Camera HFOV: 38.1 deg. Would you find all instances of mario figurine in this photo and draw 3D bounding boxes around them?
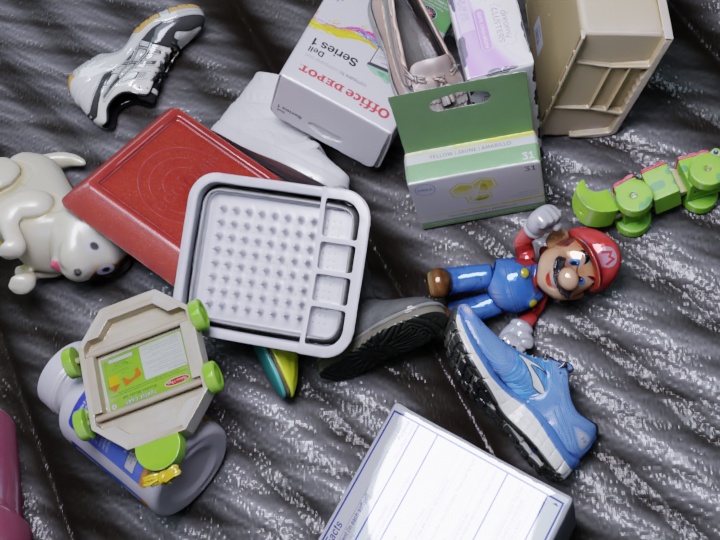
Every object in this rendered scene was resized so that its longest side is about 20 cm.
[{"bbox_3d":[0.172,0.012,1.077,0.199,0.124,0.107,-18,52,10],"label":"mario figurine"}]

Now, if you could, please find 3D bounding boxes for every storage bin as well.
[{"bbox_3d":[0.248,-0.278,1.137,0.093,0.199,0.202,-1,67,-6],"label":"storage bin"}]

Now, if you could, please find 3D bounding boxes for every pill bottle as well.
[{"bbox_3d":[-0.250,0.161,1.119,0.199,0.112,0.112,33,79,23],"label":"pill bottle"}]

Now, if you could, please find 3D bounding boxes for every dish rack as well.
[{"bbox_3d":[-0.090,-0.007,1.090,0.198,0.044,0.173,9,91,12],"label":"dish rack"}]

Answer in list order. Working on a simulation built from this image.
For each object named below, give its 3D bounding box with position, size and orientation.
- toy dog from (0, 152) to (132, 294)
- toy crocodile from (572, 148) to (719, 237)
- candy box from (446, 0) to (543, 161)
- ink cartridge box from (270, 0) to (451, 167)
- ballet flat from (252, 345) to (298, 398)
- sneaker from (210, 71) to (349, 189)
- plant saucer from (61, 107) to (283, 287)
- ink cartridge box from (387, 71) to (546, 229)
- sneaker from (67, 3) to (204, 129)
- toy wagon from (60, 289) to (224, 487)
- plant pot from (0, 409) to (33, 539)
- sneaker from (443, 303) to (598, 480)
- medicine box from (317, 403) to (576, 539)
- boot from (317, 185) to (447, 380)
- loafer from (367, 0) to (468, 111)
[{"bbox_3d":[-0.362,-0.052,1.237,0.199,0.140,0.194,24,39,23],"label":"toy dog"},{"bbox_3d":[0.325,-0.089,1.108,0.199,0.068,0.062,-19,64,6],"label":"toy crocodile"},{"bbox_3d":[0.145,-0.231,1.137,0.071,0.200,0.169,-13,65,8],"label":"candy box"},{"bbox_3d":[0.005,-0.243,1.200,0.144,0.084,0.201,28,66,-1],"label":"ink cartridge box"},{"bbox_3d":[-0.108,0.048,1.161,0.067,0.067,0.200,-28,62,-18],"label":"ballet flat"},{"bbox_3d":[-0.074,-0.169,1.234,0.199,0.074,0.116,30,81,24],"label":"sneaker"},{"bbox_3d":[-0.200,-0.091,1.188,0.199,0.037,0.200,34,55,10],"label":"plant saucer"},{"bbox_3d":[0.116,-0.120,1.097,0.144,0.200,0.048,-9,64,9],"label":"ink cartridge box"},{"bbox_3d":[-0.270,-0.256,1.328,0.199,0.076,0.088,-36,80,1],"label":"sneaker"},{"bbox_3d":[-0.213,0.121,1.042,0.154,0.040,0.201,-20,66,6],"label":"toy wagon"},{"bbox_3d":[-0.440,0.240,1.100,0.198,0.201,0.180,-11,50,9],"label":"plant pot"},{"bbox_3d":[0.163,0.111,1.059,0.089,0.079,0.200,-37,83,-17],"label":"sneaker"},{"bbox_3d":[0.079,0.261,1.002,0.199,0.103,0.183,26,76,22],"label":"medicine box"},{"bbox_3d":[-0.001,-0.001,1.132,0.181,0.072,0.201,-25,57,29],"label":"boot"},{"bbox_3d":[0.065,-0.230,1.129,0.071,0.063,0.201,-21,77,-20],"label":"loafer"}]
